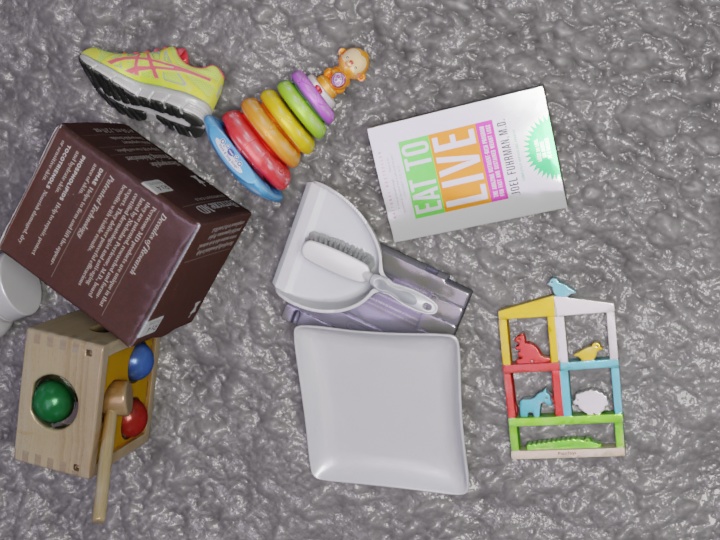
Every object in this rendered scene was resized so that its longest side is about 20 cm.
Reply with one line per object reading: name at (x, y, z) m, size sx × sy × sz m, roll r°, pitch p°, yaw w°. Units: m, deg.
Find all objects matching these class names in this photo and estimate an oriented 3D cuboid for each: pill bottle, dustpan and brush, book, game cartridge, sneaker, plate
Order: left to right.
pill bottle at (-0.503, 0.044, 1.339) m, size 0.197 × 0.112 × 0.114 m, roll -16°, pitch 93°, yaw 16°
sneaker at (-0.241, -0.226, 1.260) m, size 0.198 × 0.078 × 0.091 m, roll 24°, pitch 70°, yaw 20°
dustpan and brush at (0.000, 0.000, 1.190) m, size 0.198 × 0.057 × 0.141 m, roll 24°, pitch 103°, yaw 11°
game cartridge at (0.019, 0.037, 1.238) m, size 0.198 × 0.038 × 0.131 m, roll 25°, pitch 99°, yaw 11°
plate at (0.027, 0.155, 1.230) m, size 0.196 × 0.032 × 0.203 m, roll 2°, pitch 111°, yaw 20°
book at (0.119, -0.116, 1.188) m, size 0.197 × 0.048 × 0.136 m, roll -12°, pitch 98°, yaw 14°

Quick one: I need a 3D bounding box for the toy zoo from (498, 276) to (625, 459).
toy zoo at (0.224, 0.108, 1.198) m, size 0.129 × 0.020 × 0.204 m, roll -5°, pitch 96°, yaw 16°

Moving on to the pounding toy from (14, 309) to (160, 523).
pounding toy at (-0.309, 0.160, 1.256) m, size 0.140 × 0.200 × 0.187 m, roll 11°, pitch 100°, yaw 13°

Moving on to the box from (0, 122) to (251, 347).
box at (-0.267, -0.047, 1.234) m, size 0.199 × 0.166 × 0.166 m, roll 34°, pitch 104°, yaw 8°

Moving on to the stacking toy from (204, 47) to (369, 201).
stacking toy at (-0.068, -0.179, 1.207) m, size 0.199 × 0.110 × 0.117 m, roll -39°, pitch 84°, yaw 5°
